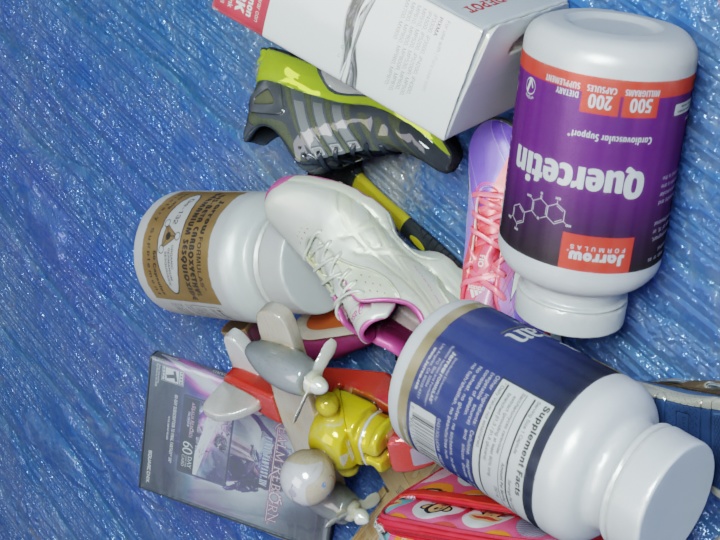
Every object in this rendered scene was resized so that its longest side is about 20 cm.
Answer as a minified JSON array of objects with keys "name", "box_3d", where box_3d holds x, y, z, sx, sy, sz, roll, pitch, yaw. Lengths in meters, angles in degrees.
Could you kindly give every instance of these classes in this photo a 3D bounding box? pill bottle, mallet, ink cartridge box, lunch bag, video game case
[{"name":"pill bottle","box_3d":[0.122,0.105,0.831,0.199,0.110,0.112,28,122,39]},{"name":"mallet","box_3d":[0.034,-0.049,1.038,0.199,0.041,0.066,38,131,27]},{"name":"pill bottle","box_3d":[-0.101,-0.013,1.134,0.199,0.114,0.116,4,106,46]},{"name":"pill bottle","box_3d":[0.151,-0.063,0.847,0.112,0.112,0.203,25,120,39]},{"name":"ink cartridge box","box_3d":[0.022,-0.182,0.886,0.199,0.146,0.084,32,121,19]},{"name":"lunch bag","box_3d":[0.112,0.194,0.928,0.199,0.175,0.083,-2,104,46]},{"name":"video game case","box_3d":[-0.110,0.167,1.190,0.198,0.019,0.145,16,114,16]}]

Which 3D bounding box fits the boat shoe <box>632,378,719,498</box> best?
[{"name":"boat shoe","box_3d":[0.243,0.103,0.833,0.199,0.072,0.073,19,116,45]}]

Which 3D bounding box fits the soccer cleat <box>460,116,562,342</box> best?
[{"name":"soccer cleat","box_3d":[0.103,-0.009,0.946,0.068,0.073,0.203,5,107,46]}]

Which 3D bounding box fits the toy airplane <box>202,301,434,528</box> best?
[{"name":"toy airplane","box_3d":[-0.041,0.124,1.042,0.199,0.142,0.199,35,138,-16]}]

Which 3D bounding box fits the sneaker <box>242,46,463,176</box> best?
[{"name":"sneaker","box_3d":[-0.009,-0.107,1.006,0.198,0.074,0.082,24,93,31]}]

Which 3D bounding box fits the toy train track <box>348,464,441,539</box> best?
[{"name":"toy train track","box_3d":[0.024,0.223,1.125,0.201,0.032,0.115,-55,45,26]}]

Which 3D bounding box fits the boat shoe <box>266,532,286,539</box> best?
[{"name":"boat shoe","box_3d":[-0.115,0.178,1.250,0.199,0.070,0.071,39,104,2]}]

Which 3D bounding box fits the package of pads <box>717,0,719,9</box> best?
[{"name":"package of pads","box_3d":[0.284,-0.093,0.722,0.120,0.075,0.203,-14,93,45]}]

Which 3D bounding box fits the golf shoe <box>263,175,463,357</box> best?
[{"name":"golf shoe","box_3d":[0.000,0.000,0.986,0.199,0.092,0.076,33,134,10]}]

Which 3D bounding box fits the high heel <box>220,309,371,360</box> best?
[{"name":"high heel","box_3d":[-0.036,0.079,1.151,0.199,0.067,0.097,-4,122,47]}]

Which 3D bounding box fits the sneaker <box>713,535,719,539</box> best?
[{"name":"sneaker","box_3d":[0.285,0.243,0.815,0.199,0.099,0.079,19,117,42]}]
